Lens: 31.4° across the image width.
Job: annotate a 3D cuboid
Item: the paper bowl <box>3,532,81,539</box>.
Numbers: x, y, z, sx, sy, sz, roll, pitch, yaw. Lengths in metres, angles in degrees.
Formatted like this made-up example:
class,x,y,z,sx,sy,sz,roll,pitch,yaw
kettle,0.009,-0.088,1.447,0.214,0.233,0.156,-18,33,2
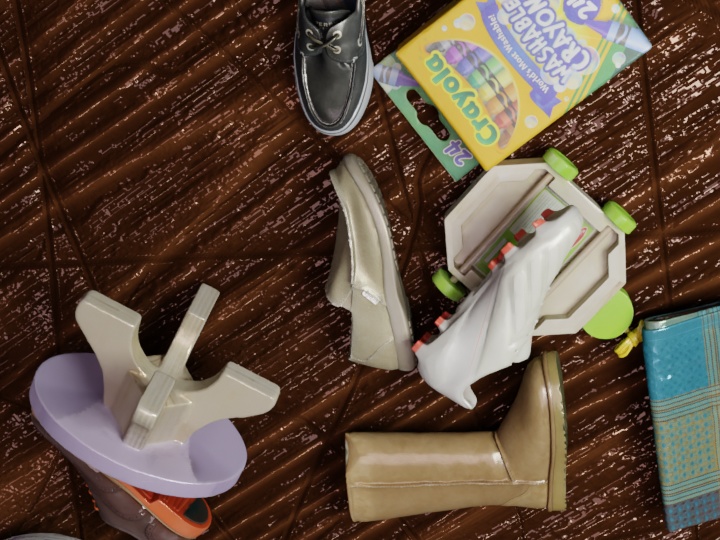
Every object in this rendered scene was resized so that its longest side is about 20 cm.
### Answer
class,x,y,z,sx,sy,sz,roll,pitch,yaw
paper bowl,-0.296,0.344,1.219,0.199,0.104,0.202,1,107,4

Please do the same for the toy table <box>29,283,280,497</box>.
class,x,y,z,sx,sy,sz,roll,pitch,yaw
toy table,-0.177,0.102,1.106,0.199,0.184,0.117,20,124,-14

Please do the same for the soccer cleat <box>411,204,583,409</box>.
class,x,y,z,sx,sy,sz,roll,pitch,yaw
soccer cleat,0.126,0.030,1.062,0.078,0.069,0.200,43,114,5

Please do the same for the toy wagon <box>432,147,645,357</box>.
class,x,y,z,sx,sy,sz,roll,pitch,yaw
toy wagon,0.166,-0.003,1.107,0.200,0.040,0.155,40,106,-8

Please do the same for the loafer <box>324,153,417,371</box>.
class,x,y,z,sx,sy,sz,roll,pitch,yaw
loafer,0.000,0.000,1.102,0.068,0.076,0.201,-13,106,3

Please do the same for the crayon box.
class,x,y,z,sx,sy,sz,roll,pitch,yaw
crayon box,0.120,-0.174,1.051,0.200,0.052,0.126,-37,101,15

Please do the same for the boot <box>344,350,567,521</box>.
class,x,y,z,sx,sy,sz,roll,pitch,yaw
boot,0.083,0.154,1.138,0.199,0.066,0.176,-2,118,6

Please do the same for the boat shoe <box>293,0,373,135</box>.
class,x,y,z,sx,sy,sz,roll,pitch,yaw
boat shoe,-0.026,-0.208,1.046,0.068,0.057,0.201,6,107,12

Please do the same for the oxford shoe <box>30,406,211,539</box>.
class,x,y,z,sx,sy,sz,roll,pitch,yaw
oxford shoe,-0.235,0.195,1.187,0.200,0.071,0.073,43,111,-9

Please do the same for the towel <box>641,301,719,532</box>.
class,x,y,z,sx,sy,sz,roll,pitch,yaw
towel,0.322,0.120,1.121,0.146,0.022,0.201,-13,107,-10
